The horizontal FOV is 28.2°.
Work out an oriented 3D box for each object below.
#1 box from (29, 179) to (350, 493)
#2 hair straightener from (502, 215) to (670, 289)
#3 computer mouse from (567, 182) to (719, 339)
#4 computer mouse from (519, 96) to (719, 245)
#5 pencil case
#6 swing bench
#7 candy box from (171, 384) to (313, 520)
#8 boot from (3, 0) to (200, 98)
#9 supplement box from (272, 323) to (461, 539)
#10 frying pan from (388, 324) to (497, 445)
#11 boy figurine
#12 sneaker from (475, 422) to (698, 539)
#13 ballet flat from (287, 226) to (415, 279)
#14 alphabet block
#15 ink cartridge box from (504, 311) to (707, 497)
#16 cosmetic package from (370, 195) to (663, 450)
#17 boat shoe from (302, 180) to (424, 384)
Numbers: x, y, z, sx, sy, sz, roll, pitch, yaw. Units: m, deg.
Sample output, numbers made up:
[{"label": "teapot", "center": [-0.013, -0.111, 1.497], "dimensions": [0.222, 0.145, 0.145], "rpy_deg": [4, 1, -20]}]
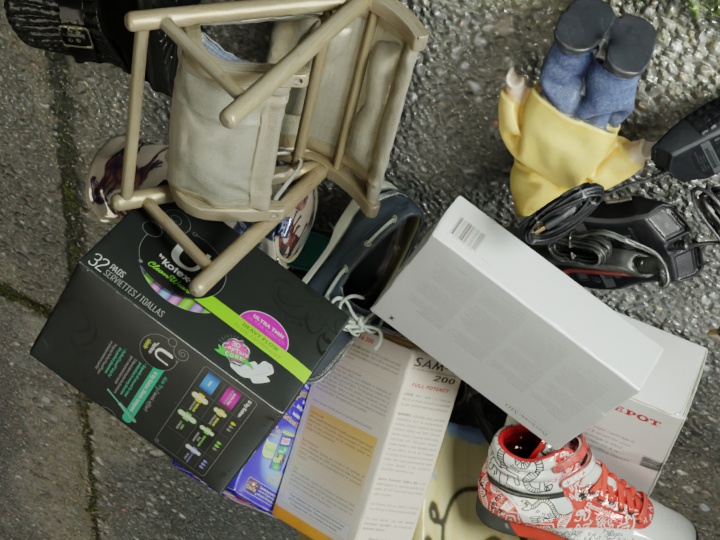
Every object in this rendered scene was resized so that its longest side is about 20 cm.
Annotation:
[{"label": "box", "center": [-0.139, 0.054, 1.189], "dimensions": [0.200, 0.149, 0.124], "rpy_deg": [36, 128, -1]}, {"label": "hair straightener", "center": [0.152, -0.011, 1.111], "dimensions": [0.200, 0.041, 0.077], "rpy_deg": [13, 171, 46]}, {"label": "computer mouse", "center": [0.245, -0.005, 1.121], "dimensions": [0.200, 0.046, 0.141], "rpy_deg": [-12, 117, 55]}, {"label": "computer mouse", "center": [0.203, -0.074, 1.027], "dimensions": [0.200, 0.034, 0.059], "rpy_deg": [-25, 151, 12]}, {"label": "pencil case", "center": [-0.142, -0.060, 1.259], "dimensions": [0.200, 0.090, 0.078], "rpy_deg": [13, 157, 14]}, {"label": "swing bench", "center": [-0.073, -0.116, 1.112], "dimensions": [0.130, 0.200, 0.199], "rpy_deg": [45, 143, 25]}, {"label": "candy box", "center": [-0.084, 0.123, 1.371], "dimensions": [0.077, 0.200, 0.169], "rpy_deg": [19, 166, 20]}, {"label": "boot", "center": [-0.214, -0.235, 1.166], "dimensions": [0.158, 0.079, 0.211], "rpy_deg": [24, 145, 9]}, {"label": "supplement box", "center": [0.007, 0.155, 1.320], "dimensions": [0.073, 0.200, 0.126], "rpy_deg": [15, -176, -40]}, {"label": "frying pan", "center": [0.091, 0.093, 1.336], "dimensions": [0.190, 0.031, 0.115], "rpy_deg": [37, 147, 39]}, {"label": "boy figurine", "center": [0.160, -0.105, 1.065], "dimensions": [0.124, 0.064, 0.200], "rpy_deg": [24, 146, 9]}, {"label": "sneaker", "center": [0.204, 0.194, 1.256], "dimensions": [0.201, 0.067, 0.108], "rpy_deg": [12, 129, 8]}, {"label": "ballet flat", "center": [0.000, 0.000, 1.332], "dimensions": [0.200, 0.067, 0.064], "rpy_deg": [19, 171, 18]}, {"label": "alphabet block", "center": [0.064, 0.268, 1.426], "dimensions": [0.195, 0.200, 0.196], "rpy_deg": [13, 159, -36]}, {"label": "ink cartridge box", "center": [0.214, 0.126, 1.296], "dimensions": [0.147, 0.083, 0.200], "rpy_deg": [23, 145, 12]}, {"label": "cosmetic package", "center": [0.120, 0.047, 1.151], "dimensions": [0.200, 0.052, 0.151], "rpy_deg": [37, 147, -1]}, {"label": "boat shoe", "center": [-0.005, 0.020, 1.254], "dimensions": [0.075, 0.200, 0.062], "rpy_deg": [20, -164, -43]}]
